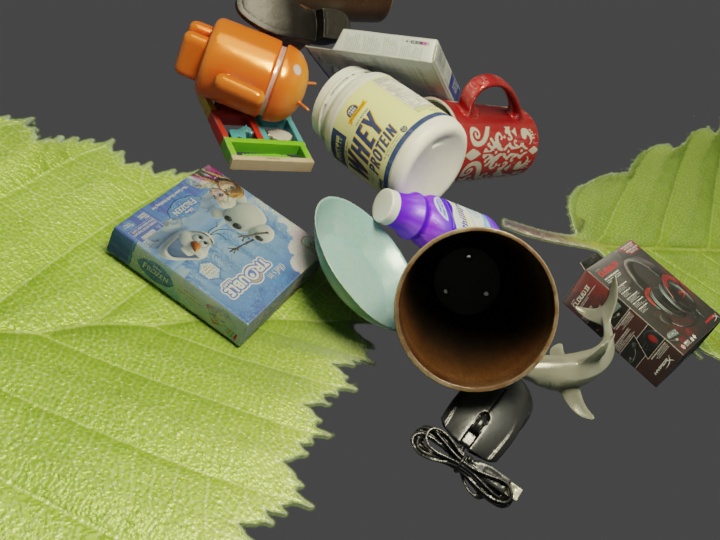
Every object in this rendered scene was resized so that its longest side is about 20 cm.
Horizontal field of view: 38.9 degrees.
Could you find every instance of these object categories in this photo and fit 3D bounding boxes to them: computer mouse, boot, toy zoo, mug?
[{"bbox_3d":[0.156,0.175,1.208,0.138,0.053,0.200,33,39,8],"label":"computer mouse"},{"bbox_3d":[-0.140,-0.369,1.539,0.186,0.069,0.199,-4,3,-34],"label":"boot"},{"bbox_3d":[-0.159,-0.218,1.485,0.130,0.021,0.201,-1,47,-32],"label":"toy zoo"},{"bbox_3d":[0.187,-0.205,1.566,0.198,0.177,0.135,-5,76,-41],"label":"mug"}]

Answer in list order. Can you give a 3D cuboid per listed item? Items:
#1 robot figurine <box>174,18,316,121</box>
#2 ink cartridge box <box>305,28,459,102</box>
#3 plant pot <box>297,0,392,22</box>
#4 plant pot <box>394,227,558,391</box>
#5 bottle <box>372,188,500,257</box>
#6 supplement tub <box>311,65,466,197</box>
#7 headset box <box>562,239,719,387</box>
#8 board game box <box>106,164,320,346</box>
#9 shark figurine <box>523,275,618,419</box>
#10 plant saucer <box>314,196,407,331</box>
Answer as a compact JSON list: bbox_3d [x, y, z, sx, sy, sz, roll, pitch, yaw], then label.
[{"bbox_3d":[-0.159,-0.285,1.449,0.198,0.118,0.144,21,-6,-8],"label":"robot figurine"},{"bbox_3d":[0.039,-0.307,1.542,0.198,0.044,0.196,13,-7,16],"label":"ink cartridge box"},{"bbox_3d":[-0.068,-0.514,1.766,0.198,0.188,0.188,-14,52,-22],"label":"plant pot"},{"bbox_3d":[0.134,0.029,1.247,0.185,0.189,0.200,26,9,-2],"label":"plant pot"},{"bbox_3d":[0.107,-0.062,1.402,0.198,0.065,0.084,19,36,-33],"label":"bottle"},{"bbox_3d":[0.038,-0.194,1.463,0.144,0.146,0.200,-18,46,-42],"label":"supplement tub"},{"bbox_3d":[0.401,0.051,1.474,0.200,0.075,0.148,44,42,20],"label":"headset box"},{"bbox_3d":[-0.169,-0.026,1.247,0.198,0.044,0.200,35,38,7],"label":"board game box"},{"bbox_3d":[0.306,0.102,1.339,0.128,0.090,0.214,45,51,16],"label":"shark figurine"},{"bbox_3d":[0.000,0.000,1.287,0.201,0.039,0.202,41,28,-28],"label":"plant saucer"}]
